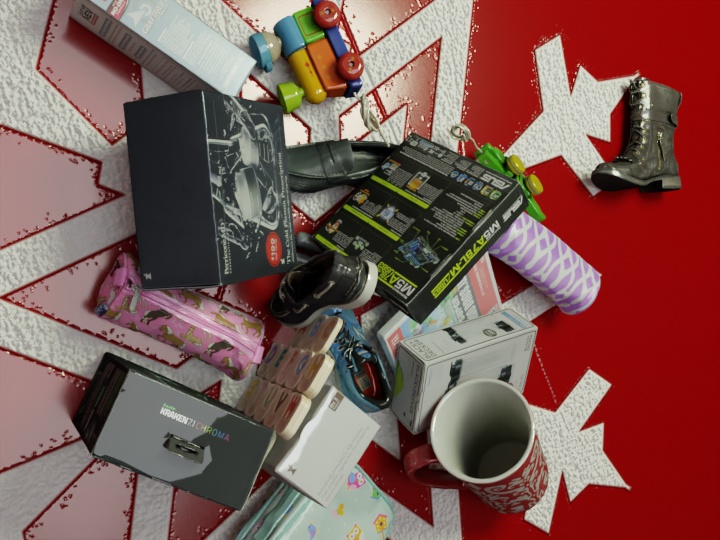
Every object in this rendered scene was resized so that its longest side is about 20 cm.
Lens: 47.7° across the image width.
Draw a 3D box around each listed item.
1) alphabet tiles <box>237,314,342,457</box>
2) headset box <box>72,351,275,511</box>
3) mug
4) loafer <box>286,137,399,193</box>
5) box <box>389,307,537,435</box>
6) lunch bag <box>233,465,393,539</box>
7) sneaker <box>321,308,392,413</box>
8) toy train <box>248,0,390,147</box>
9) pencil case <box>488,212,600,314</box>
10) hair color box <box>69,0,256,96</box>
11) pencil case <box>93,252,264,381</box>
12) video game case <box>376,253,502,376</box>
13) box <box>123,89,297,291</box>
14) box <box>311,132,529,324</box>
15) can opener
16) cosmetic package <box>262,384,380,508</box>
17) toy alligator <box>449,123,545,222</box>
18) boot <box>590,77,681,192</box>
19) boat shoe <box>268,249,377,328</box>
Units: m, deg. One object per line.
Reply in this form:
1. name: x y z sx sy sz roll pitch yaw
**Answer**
1. alphabet tiles: -0.093 0.135 0.949 0.015 0.199 0.197 35 77 -19
2. headset box: -0.208 0.173 0.894 0.173 0.199 0.094 28 78 -23
3. mug: 0.164 0.241 1.091 0.200 0.175 0.135 54 48 -53
4. loafer: -0.032 -0.141 1.041 0.198 0.071 0.069 -3 58 -27
5. box: 0.140 0.132 1.102 0.198 0.060 0.118 -15 125 -31
6. lunch bag: -0.058 0.326 1.021 0.200 0.077 0.161 -49 122 -19
7. sneaker: -0.012 0.095 1.048 0.078 0.090 0.201 -36 103 -21
8. toy train: -0.053 -0.227 1.022 0.115 0.085 0.202 -24 90 -12
9. pencil case: 0.257 -0.014 1.178 0.199 0.085 0.085 36 51 -20
10. hair color box: -0.228 -0.268 0.938 0.199 0.099 0.061 33 77 -22
11. pencil case: -0.207 0.057 0.953 0.199 0.087 0.083 30 113 -24
12. video game case: 0.114 0.068 1.115 0.200 0.017 0.144 -42 135 -19
13. box: -0.162 -0.087 0.917 0.182 0.103 0.203 -15 100 -67
14. box: 0.066 -0.058 0.968 0.194 0.199 0.048 -49 134 -8
15. can opener: 0.000 0.000 1.076 0.197 0.066 0.053 16 86 -17
16. cosmetic package: -0.073 0.192 0.959 0.081 0.199 0.113 42 74 -19
17. toy alligator: 0.201 -0.149 1.173 0.200 0.059 0.055 43 31 -18
18. boot: 0.435 -0.215 1.281 0.198 0.069 0.177 0 88 -33
19. boat shoe: -0.060 0.020 0.949 0.060 0.199 0.075 24 69 -30
